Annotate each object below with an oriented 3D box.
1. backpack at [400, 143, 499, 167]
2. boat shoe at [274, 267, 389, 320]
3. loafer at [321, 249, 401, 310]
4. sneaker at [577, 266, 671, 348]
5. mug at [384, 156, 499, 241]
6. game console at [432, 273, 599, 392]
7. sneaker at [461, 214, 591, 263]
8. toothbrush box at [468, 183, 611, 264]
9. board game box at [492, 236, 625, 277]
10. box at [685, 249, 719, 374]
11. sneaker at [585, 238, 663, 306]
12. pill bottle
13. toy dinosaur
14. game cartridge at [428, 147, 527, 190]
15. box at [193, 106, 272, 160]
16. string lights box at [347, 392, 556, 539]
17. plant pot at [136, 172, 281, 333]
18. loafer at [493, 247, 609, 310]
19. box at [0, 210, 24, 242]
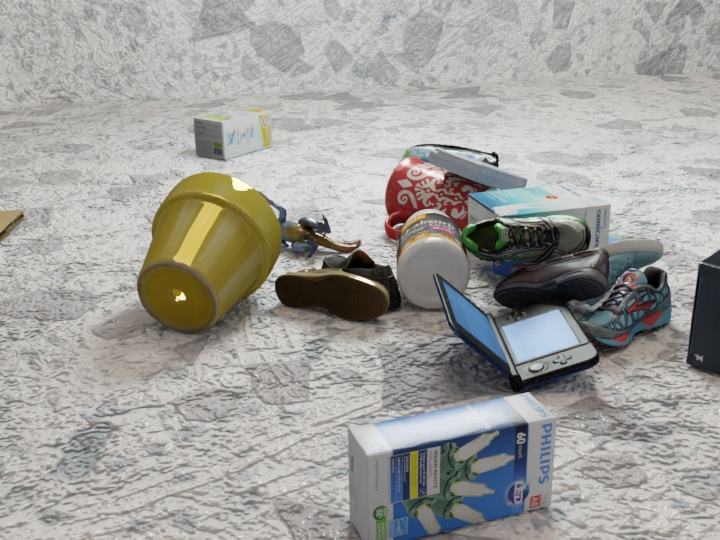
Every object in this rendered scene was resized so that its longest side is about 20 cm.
[{"bbox_3d":[0.178,-0.202,1.858,0.198,0.155,0.163,23,3,6],"label":"backpack"},{"bbox_3d":[-0.036,0.026,1.360,0.198,0.072,0.064,10,23,29],"label":"boat shoe"},{"bbox_3d":[0.000,0.000,1.426,0.072,0.073,0.199,-15,24,-32],"label":"loafer"},{"bbox_3d":[0.371,0.044,1.262,0.199,0.097,0.079,-18,26,-39],"label":"sneaker"},{"bbox_3d":[0.154,-0.110,1.694,0.199,0.179,0.133,21,-7,37],"label":"mug"},{"bbox_3d":[0.202,0.060,1.179,0.169,0.119,0.200,-18,21,4],"label":"game console"},{"bbox_3d":[0.245,-0.043,1.326,0.198,0.079,0.085,-4,-4,26],"label":"sneaker"},{"bbox_3d":[0.297,-0.082,1.487,0.197,0.086,0.147,-6,21,-13],"label":"toothbrush box"},{"bbox_3d":[0.345,-0.023,1.514,0.199,0.046,0.151,-20,27,-39],"label":"board game box"},{"bbox_3d":[0.531,0.043,1.186,0.104,0.150,0.199,17,28,39],"label":"box"},{"bbox_3d":[0.363,0.013,1.339,0.198,0.083,0.074,-17,-22,25],"label":"sneaker"},{"bbox_3d":[0.114,-0.026,1.429,0.115,0.118,0.200,0,21,2],"label":"pill bottle"},{"bbox_3d":[-0.135,-0.057,1.635,0.199,0.106,0.181,31,-15,-35],"label":"toy dinosaur"},{"bbox_3d":[0.228,-0.183,1.655,0.132,0.041,0.199,22,10,34],"label":"game cartridge"},{"bbox_3d":[-0.342,-0.374,2.393,0.112,0.103,0.199,13,25,32],"label":"box"},{"bbox_3d":[0.089,0.193,0.866,0.198,0.104,0.059,-8,21,-18],"label":"string lights box"},{"bbox_3d":[-0.239,-0.014,1.330,0.198,0.203,0.190,5,37,15],"label":"plant pot"},{"bbox_3d":[0.283,0.014,1.301,0.199,0.072,0.063,-14,45,50],"label":"loafer"},{"bbox_3d":[-0.791,-0.085,1.757,0.197,0.022,0.164,-2,20,-4],"label":"box"}]
